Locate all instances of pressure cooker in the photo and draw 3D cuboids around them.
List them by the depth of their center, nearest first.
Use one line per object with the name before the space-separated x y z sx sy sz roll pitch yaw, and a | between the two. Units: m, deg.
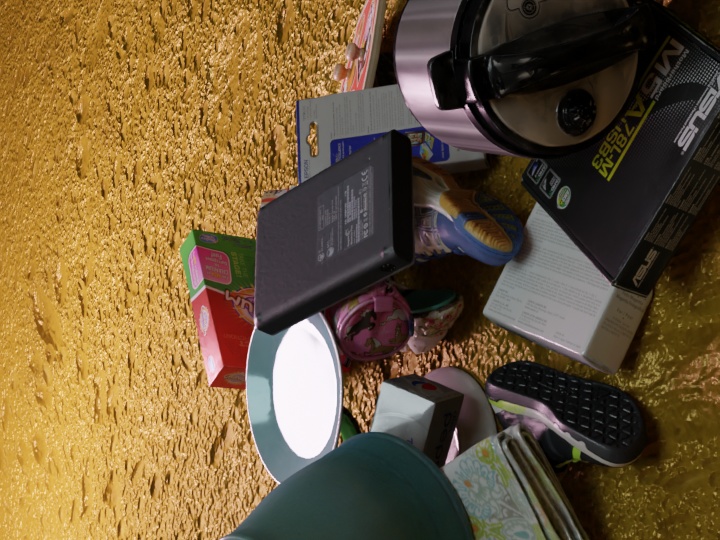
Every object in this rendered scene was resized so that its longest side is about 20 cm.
pressure cooker | 0.138 -0.181 1.264 0.177 0.178 0.200 -60 23 -4

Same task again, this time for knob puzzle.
knob puzzle | -0.008 -0.225 1.691 0.220 0.030 0.223 -168 90 -82

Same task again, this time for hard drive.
hard drive | -0.029 -0.035 1.488 0.199 0.033 0.141 -27 52 38

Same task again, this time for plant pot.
plant pot | -0.029 0.268 1.360 0.199 0.187 0.203 16 114 41

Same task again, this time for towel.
towel | 0.121 0.248 1.369 0.200 0.048 0.173 -40 73 45

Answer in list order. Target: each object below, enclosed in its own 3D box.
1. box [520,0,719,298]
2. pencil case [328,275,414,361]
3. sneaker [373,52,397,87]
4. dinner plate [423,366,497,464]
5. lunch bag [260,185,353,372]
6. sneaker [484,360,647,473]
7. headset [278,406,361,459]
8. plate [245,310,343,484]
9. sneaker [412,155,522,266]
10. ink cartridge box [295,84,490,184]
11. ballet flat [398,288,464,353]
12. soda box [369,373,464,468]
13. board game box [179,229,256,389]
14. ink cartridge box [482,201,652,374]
box | 0.234 -0.110 1.285 0.201 0.047 0.194 -60 29 19
pencil case | 0.000 0.000 1.549 0.086 0.083 0.201 -26 38 8
sneaker | 0.036 -0.134 1.653 0.085 0.076 0.202 126 149 -49
dinner plate | 0.074 0.198 1.543 0.200 0.024 0.203 -23 64 57
lunch bag | -0.064 0.010 1.674 0.081 0.176 0.203 -7 77 17
sneaker | 0.185 0.142 1.347 0.199 0.071 0.084 27 135 57
headset | -0.023 0.238 1.621 0.093 0.123 0.203 -9 89 38
plate | -0.061 0.122 1.544 0.199 0.025 0.203 -1 89 58
sneaker | 0.082 -0.038 1.465 0.200 0.075 0.089 40 119 50
ink cartridge box | 0.032 -0.140 1.565 0.037 0.197 0.096 50 -144 -69
ballet flat | 0.049 0.053 1.590 0.199 0.075 0.065 2 116 59
soda box | 0.037 0.207 1.495 0.063 0.068 0.203 21 102 27
board game box | -0.121 0.050 1.786 0.040 0.151 0.202 -53 42 38
ink cartridge box | 0.208 -0.023 1.366 0.202 0.057 0.162 -61 31 -4
